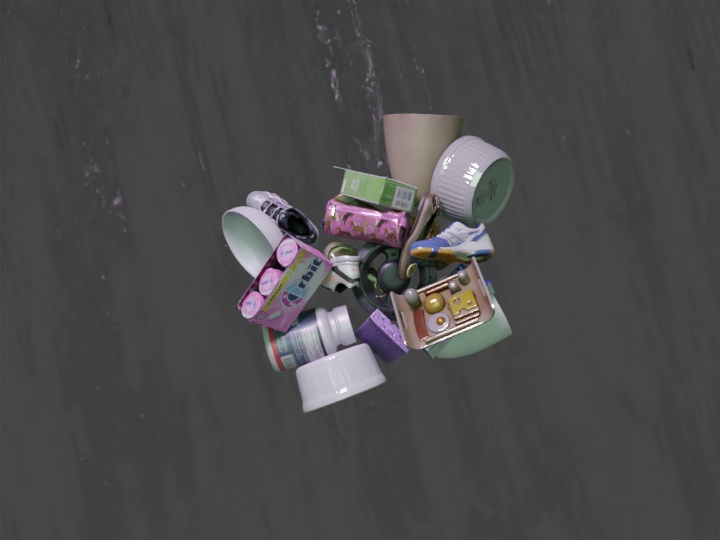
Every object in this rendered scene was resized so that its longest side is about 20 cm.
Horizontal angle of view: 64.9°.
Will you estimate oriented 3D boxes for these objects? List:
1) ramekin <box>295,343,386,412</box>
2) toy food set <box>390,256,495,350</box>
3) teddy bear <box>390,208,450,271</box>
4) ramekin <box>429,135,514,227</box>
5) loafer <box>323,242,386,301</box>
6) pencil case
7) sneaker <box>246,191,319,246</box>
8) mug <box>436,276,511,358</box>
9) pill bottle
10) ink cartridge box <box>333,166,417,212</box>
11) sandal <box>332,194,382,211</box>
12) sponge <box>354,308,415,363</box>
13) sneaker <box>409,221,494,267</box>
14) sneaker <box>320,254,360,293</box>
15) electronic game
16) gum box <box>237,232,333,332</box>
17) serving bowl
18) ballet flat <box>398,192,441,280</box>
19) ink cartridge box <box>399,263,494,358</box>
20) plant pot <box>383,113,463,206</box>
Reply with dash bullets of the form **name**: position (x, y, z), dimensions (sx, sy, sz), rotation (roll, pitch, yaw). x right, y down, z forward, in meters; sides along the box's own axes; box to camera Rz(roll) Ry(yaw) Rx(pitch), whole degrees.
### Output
- **ramekin**: position (-0.049, 0.239, 1.277), dimensions (0.199, 0.201, 0.099), rotation (-20, 81, -1)
- **toy food set**: position (0.168, 0.065, 1.183), dimensions (0.199, 0.060, 0.144), rotation (-24, 49, 12)
- **teddy bear**: position (0.137, -0.067, 1.328), dimensions (0.145, 0.067, 0.200), rotation (-43, 105, -1)
- **ramekin**: position (0.261, -0.193, 1.283), dimensions (0.105, 0.200, 0.201), rotation (31, 87, 38)
- **loafer**: position (0.000, 0.000, 1.347), dimensions (0.199, 0.068, 0.076), rotation (35, 87, 1)
- **pencil case**: position (0.014, -0.104, 1.253), dimensions (0.198, 0.086, 0.084), rotation (13, 101, 21)
- **sneaker**: position (-0.183, -0.131, 1.315), dimensions (0.199, 0.140, 0.078), rotation (30, 86, 0)
- **mug**: position (0.227, 0.102, 1.320), dimensions (0.174, 0.148, 0.201), rotation (-28, 58, 6)
- **pill bottle**: position (-0.116, 0.151, 1.315), dimensions (0.198, 0.120, 0.121), rotation (-17, 88, -2)
- **ink cartridge box**: position (0.024, -0.185, 1.287), dimensions (0.103, 0.199, 0.060), rotation (9, 99, -39)
- **sandal**: position (0.018, -0.118, 1.357), dimensions (0.199, 0.054, 0.081), rotation (31, 95, -9)
- **sponge**: position (0.050, 0.154, 1.279), dimensions (0.111, 0.200, 0.030), rotation (42, 71, 3)
- **sneaker**: position (0.191, -0.061, 1.228), dimensions (0.198, 0.075, 0.089), rotation (-1, 68, -22)
- **sneaker**: position (-0.078, 0.015, 1.299), dimensions (0.073, 0.199, 0.081), rotation (-4, 85, -44)
- **electronic game**: position (0.076, 0.014, 1.296), dimensions (0.198, 0.042, 0.202), rotation (0, 92, 0)
- **gum box**: position (-0.164, 0.034, 1.223), dimensions (0.066, 0.113, 0.201), rotation (40, 97, 38)
- **serving bowl**: position (-0.228, -0.065, 1.303), dimensions (0.066, 0.200, 0.200), rotation (-39, 88, -32)
- **ballet flat**: position (0.132, -0.072, 1.239), dimensions (0.046, 0.067, 0.202), rotation (19, 87, 19)
- **ink cartridge box**: position (0.188, 0.085, 1.229), dimensions (0.200, 0.044, 0.094), rotation (-45, 47, -7)
- **plant pot**: position (0.139, -0.253, 1.318), dimensions (0.185, 0.187, 0.202), rotation (3, 100, 0)
